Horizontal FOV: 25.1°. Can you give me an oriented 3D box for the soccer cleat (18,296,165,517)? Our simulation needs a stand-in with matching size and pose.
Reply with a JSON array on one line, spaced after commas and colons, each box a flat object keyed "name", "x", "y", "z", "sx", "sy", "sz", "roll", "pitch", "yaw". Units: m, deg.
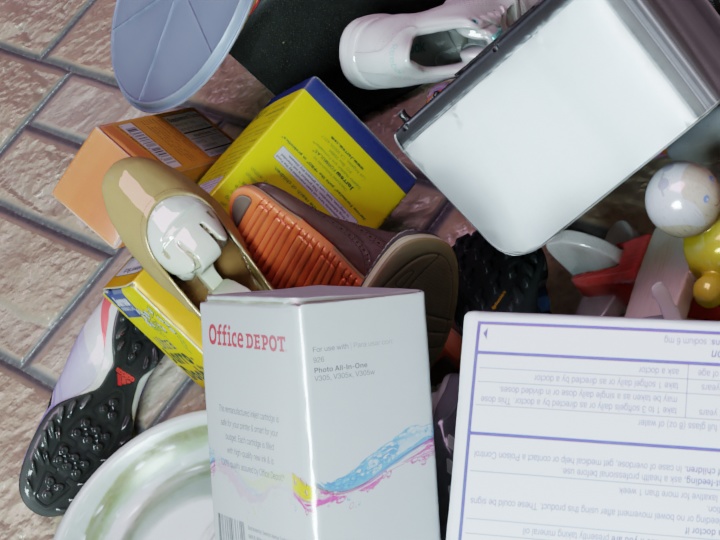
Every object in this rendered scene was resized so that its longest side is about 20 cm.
[{"name": "soccer cleat", "x": -0.200, "y": 0.094, "z": 1.207, "sx": 0.073, "sy": 0.068, "sz": 0.202, "roll": -15, "pitch": 45, "yaw": 54}]

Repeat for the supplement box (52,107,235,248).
[{"name": "supplement box", "x": -0.153, "y": -0.074, "z": 1.223, "sx": 0.069, "sy": 0.200, "sz": 0.067, "roll": 39, "pitch": 106, "yaw": 8}]

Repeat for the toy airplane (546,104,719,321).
[{"name": "toy airplane", "x": 0.199, "y": -0.015, "z": 0.984, "sx": 0.198, "sy": 0.141, "sz": 0.201, "roll": -31, "pitch": 43, "yaw": 5}]

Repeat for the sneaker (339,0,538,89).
[{"name": "sneaker", "x": 0.085, "y": -0.174, "z": 1.197, "sx": 0.199, "sy": 0.076, "sz": 0.088, "roll": -25, "pitch": 21, "yaw": -32}]

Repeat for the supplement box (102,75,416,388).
[{"name": "supplement box", "x": -0.073, "y": -0.024, "z": 1.161, "sx": 0.200, "sy": 0.109, "sz": 0.109, "roll": -50, "pitch": 13, "yaw": -16}]

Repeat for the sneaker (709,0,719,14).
[{"name": "sneaker", "x": 0.214, "y": -0.199, "z": 1.189, "sx": 0.200, "sy": 0.076, "sz": 0.079, "roll": -41, "pitch": 45, "yaw": -6}]

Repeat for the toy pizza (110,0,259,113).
[{"name": "toy pizza", "x": -0.126, "y": -0.214, "z": 1.238, "sx": 0.199, "sy": 0.032, "sz": 0.203, "roll": -24, "pitch": 57, "yaw": 44}]

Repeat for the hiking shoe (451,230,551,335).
[{"name": "hiking shoe", "x": 0.095, "y": 0.048, "z": 1.034, "sx": 0.073, "sy": 0.087, "sz": 0.201, "roll": -14, "pitch": 35, "yaw": 4}]

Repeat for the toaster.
[{"name": "toaster", "x": 0.141, "y": -0.118, "z": 1.004, "sx": 0.200, "sy": 0.119, "sz": 0.181, "roll": -40, "pitch": 0, "yaw": 25}]

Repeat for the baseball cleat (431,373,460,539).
[{"name": "baseball cleat", "x": 0.082, "y": 0.152, "z": 0.977, "sx": 0.105, "sy": 0.070, "sz": 0.202, "roll": -2, "pitch": 55, "yaw": 13}]

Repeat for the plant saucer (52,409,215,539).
[{"name": "plant saucer", "x": -0.114, "y": 0.188, "z": 1.068, "sx": 0.198, "sy": 0.050, "sz": 0.202, "roll": -17, "pitch": 45, "yaw": 18}]

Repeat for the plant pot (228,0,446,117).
[{"name": "plant pot", "x": -0.033, "y": -0.235, "z": 1.305, "sx": 0.177, "sy": 0.200, "sz": 0.200, "roll": -44, "pitch": 42, "yaw": 9}]

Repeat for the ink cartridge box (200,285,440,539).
[{"name": "ink cartridge box", "x": -0.024, "y": 0.111, "z": 0.921, "sx": 0.087, "sy": 0.203, "sz": 0.145, "roll": -7, "pitch": 3, "yaw": -26}]

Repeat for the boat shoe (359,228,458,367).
[{"name": "boat shoe", "x": 0.005, "y": 0.056, "z": 1.033, "sx": 0.071, "sy": 0.203, "sz": 0.066, "roll": 6, "pitch": 28, "yaw": -22}]

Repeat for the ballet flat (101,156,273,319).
[{"name": "ballet flat", "x": -0.090, "y": 0.003, "z": 1.061, "sx": 0.069, "sy": 0.200, "sz": 0.063, "roll": -44, "pitch": 12, "yaw": -17}]

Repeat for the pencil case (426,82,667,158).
[{"name": "pencil case", "x": 0.144, "y": -0.108, "z": 1.150, "sx": 0.198, "sy": 0.088, "sz": 0.088, "roll": -9, "pitch": 48, "yaw": 25}]

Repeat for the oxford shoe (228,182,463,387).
[{"name": "oxford shoe", "x": 0.000, "y": 0.000, "z": 1.095, "sx": 0.073, "sy": 0.199, "sz": 0.071, "roll": -53, "pitch": 2, "yaw": -39}]

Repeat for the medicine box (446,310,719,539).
[{"name": "medicine box", "x": 0.144, "y": 0.129, "z": 0.843, "sx": 0.180, "sy": 0.103, "sz": 0.203, "roll": 2, "pitch": 80, "yaw": 19}]
